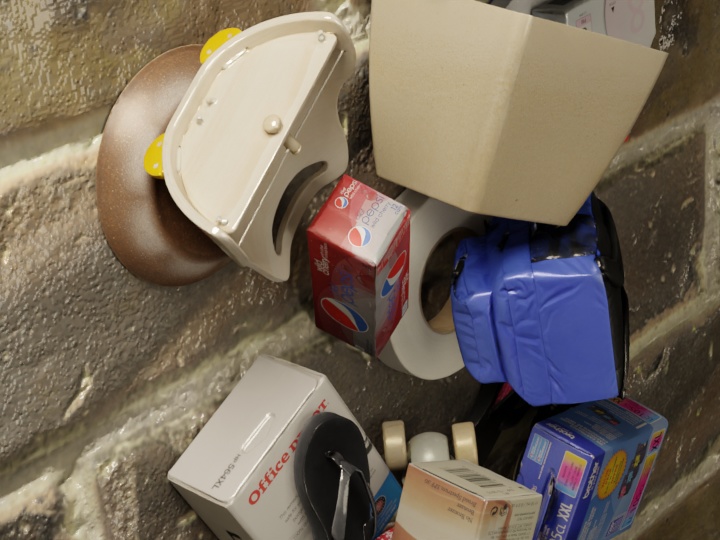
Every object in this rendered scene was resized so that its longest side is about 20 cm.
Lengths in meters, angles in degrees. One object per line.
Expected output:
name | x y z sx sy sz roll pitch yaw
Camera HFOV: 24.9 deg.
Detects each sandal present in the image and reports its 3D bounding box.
sandal | -0.010 0.216 1.410 0.076 0.043 0.201 -21 109 -41
sandal | 0.161 0.135 1.741 0.075 0.045 0.200 47 66 -47

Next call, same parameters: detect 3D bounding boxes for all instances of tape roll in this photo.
tape roll | 0.078 0.007 1.607 0.203 0.037 0.203 -19 116 -45

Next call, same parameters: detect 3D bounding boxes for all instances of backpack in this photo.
backpack | 0.173 0.011 1.569 0.200 0.167 0.163 -75 162 -58

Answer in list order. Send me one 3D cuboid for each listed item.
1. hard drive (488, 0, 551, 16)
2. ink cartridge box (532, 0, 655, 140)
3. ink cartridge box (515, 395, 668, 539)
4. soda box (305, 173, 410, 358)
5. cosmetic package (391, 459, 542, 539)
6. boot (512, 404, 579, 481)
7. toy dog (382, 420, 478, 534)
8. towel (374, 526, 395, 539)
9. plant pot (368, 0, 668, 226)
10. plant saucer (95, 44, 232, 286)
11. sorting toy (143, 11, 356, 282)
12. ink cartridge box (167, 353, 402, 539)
hard drive | 0.193 -0.221 1.680 0.132 0.025 0.200 -51 135 -28
ink cartridge box | 0.249 -0.200 1.697 0.162 0.057 0.201 -32 120 -41
ink cartridge box | 0.217 0.213 1.645 0.200 0.076 0.137 -12 123 -51
soda box | 0.000 0.000 1.421 0.063 0.070 0.200 -57 166 -22
cosmetic package | 0.081 0.282 1.475 0.087 0.103 0.201 3 101 -46
boot | 0.214 0.169 1.754 0.154 0.073 0.204 81 31 -65
toy dog | 0.076 0.236 1.618 0.096 0.132 0.200 -87 153 -52
towel | 0.031 0.300 1.520 0.200 0.022 0.145 -26 124 -39
plant pot | 0.121 -0.146 1.474 0.199 0.200 0.178 6 104 -42
plant saucer | -0.128 -0.081 1.330 0.200 0.037 0.201 -21 118 -45
sorting toy | -0.070 -0.081 1.303 0.200 0.107 0.180 -63 148 -18
ink cartridge box | -0.061 0.193 1.459 0.146 0.084 0.200 -52 136 -22
